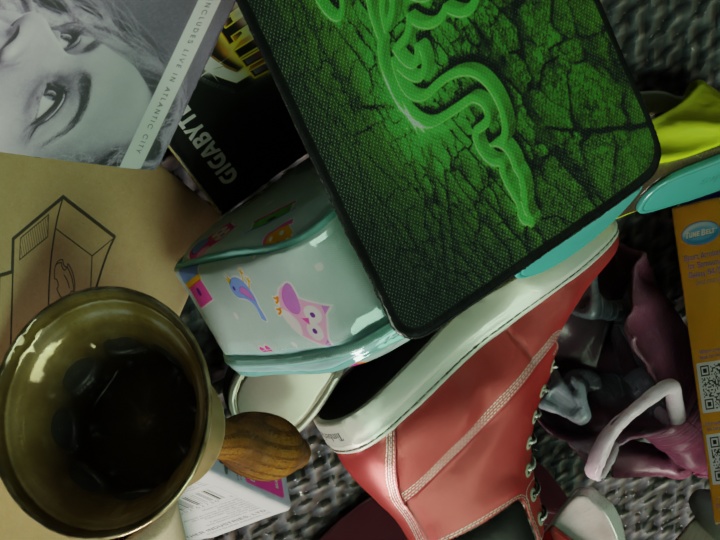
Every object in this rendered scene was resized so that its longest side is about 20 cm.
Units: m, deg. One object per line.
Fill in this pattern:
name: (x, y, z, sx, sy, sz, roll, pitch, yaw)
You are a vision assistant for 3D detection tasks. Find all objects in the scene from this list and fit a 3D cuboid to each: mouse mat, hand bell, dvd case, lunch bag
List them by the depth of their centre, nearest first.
dvd case: (-0.134, -0.111, 0.845, 0.199, 0.016, 0.149, 5, 125, -39)
mouse mat: (0.036, -0.092, 0.903, 0.161, 0.008, 0.201, -34, 107, -27)
hand bell: (-0.071, 0.074, 0.994, 0.104, 0.104, 0.200, -44, 158, 10)
lunch bag: (0.022, -0.029, 0.996, 0.200, 0.077, 0.160, -35, -170, -27)

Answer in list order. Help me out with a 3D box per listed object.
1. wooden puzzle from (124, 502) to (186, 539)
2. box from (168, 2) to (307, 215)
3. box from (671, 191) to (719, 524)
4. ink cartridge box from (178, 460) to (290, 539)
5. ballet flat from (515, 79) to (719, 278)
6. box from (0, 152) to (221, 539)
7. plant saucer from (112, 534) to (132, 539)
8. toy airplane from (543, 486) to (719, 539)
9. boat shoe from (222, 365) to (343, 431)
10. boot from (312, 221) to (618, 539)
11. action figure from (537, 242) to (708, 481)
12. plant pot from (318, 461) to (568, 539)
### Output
wooden puzzle: (-0.152, 0.205, 1.069, 0.200, 0.046, 0.185, -38, 162, -15)
box: (-0.045, -0.132, 0.945, 0.159, 0.049, 0.200, -37, 144, -2)
box: (0.232, 0.037, 1.247, 0.041, 0.201, 0.119, -10, 174, 42)
ink cartridge box: (-0.138, 0.096, 1.091, 0.119, 0.042, 0.200, -23, 152, 24)
ballet flat: (0.128, -0.054, 1.140, 0.200, 0.067, 0.067, -23, 160, -37)
box: (-0.147, 0.026, 0.952, 0.163, 0.021, 0.201, 41, 65, -46)
plant saucer: (-0.187, 0.183, 1.079, 0.200, 0.037, 0.200, -38, 162, -15)
toy airplane: (0.179, 0.195, 1.211, 0.199, 0.201, 0.141, 16, 149, -38)
boat shoe: (0.000, 0.000, 1.131, 0.067, 0.057, 0.200, 39, 99, -17)
boot: (0.085, 0.069, 1.180, 0.200, 0.072, 0.144, -42, 111, -17)
action figure: (0.186, 0.071, 1.283, 0.134, 0.149, 0.200, -49, 128, 7)
plant pot: (0.076, 0.240, 1.335, 0.199, 0.179, 0.200, -22, 142, -18)
